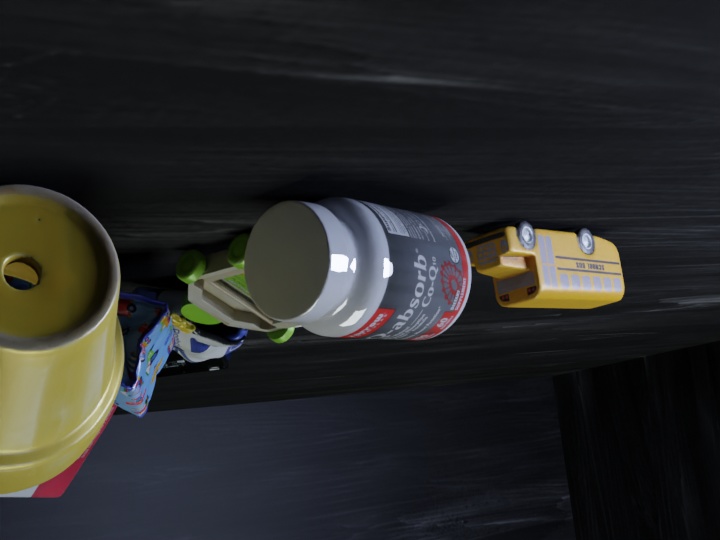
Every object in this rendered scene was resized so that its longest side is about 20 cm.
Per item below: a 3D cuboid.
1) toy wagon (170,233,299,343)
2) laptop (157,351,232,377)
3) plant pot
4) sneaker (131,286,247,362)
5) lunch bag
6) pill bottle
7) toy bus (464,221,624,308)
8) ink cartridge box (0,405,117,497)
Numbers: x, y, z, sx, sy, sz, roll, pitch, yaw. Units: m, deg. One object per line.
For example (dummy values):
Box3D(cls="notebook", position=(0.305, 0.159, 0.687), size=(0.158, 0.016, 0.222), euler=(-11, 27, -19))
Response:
Box3D(cls="toy wagon", position=(-0.113, 0.022, 1.035), size=(0.197, 0.040, 0.155), euler=(-13, 145, 33))
Box3D(cls="laptop", position=(-0.281, 0.088, 1.474), size=(0.184, 0.117, 0.201), euler=(-8, 141, 3))
Box3D(cls="plant pot", position=(-0.264, 0.040, 0.771), size=(0.198, 0.204, 0.189), euler=(-1, 153, -28))
Box3D(cls="sneaker", position=(-0.164, 0.062, 1.181), size=(0.113, 0.082, 0.199), euler=(-1, 172, 23))
Box3D(cls="lunch bag", position=(-0.293, 0.055, 1.030), size=(0.197, 0.095, 0.151), euler=(22, 161, 0))
Box3D(cls="pill bottle", position=(0.000, 0.000, 0.892), size=(0.115, 0.118, 0.199), euler=(-14, 168, 36))
Box3D(cls="toy bus", position=(0.200, -0.003, 1.116), size=(0.198, 0.080, 0.065), euler=(3, 166, -43))
Box3D(cls="ink cartridge box", position=(-0.397, 0.141, 1.113), size=(0.146, 0.145, 0.199), euler=(-54, 146, 13))
